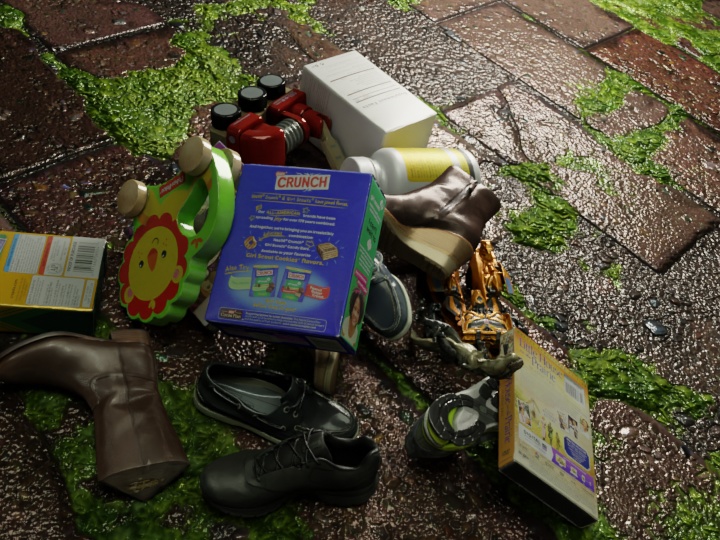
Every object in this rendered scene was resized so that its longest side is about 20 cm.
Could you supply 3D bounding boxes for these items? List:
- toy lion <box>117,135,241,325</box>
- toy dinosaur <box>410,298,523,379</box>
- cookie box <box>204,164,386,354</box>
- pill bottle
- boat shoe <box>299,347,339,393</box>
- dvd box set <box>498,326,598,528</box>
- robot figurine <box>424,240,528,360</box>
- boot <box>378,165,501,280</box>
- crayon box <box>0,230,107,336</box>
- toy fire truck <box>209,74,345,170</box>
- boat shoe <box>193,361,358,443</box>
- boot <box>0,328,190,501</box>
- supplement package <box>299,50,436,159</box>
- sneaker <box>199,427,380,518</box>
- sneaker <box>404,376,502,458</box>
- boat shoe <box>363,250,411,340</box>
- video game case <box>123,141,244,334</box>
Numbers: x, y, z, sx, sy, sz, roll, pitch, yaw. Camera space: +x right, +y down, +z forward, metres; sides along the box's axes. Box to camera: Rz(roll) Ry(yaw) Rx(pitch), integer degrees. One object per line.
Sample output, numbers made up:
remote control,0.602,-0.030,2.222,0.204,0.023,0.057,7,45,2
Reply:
toy lion,-0.226,-0.036,1.012,0.068,0.199,0.194,18,55,-48
toy dinosaur,0.103,0.085,1.010,0.048,0.088,0.199,-52,36,-15
cookie box,-0.073,-0.016,0.984,0.169,0.075,0.202,6,72,17
pill bottle,0.072,-0.127,1.239,0.198,0.112,0.112,-3,46,-27
boat shoe,-0.058,0.077,1.044,0.064,0.072,0.201,3,34,-6
dvd box set,0.221,0.182,0.990,0.146,0.029,0.201,37,38,-23
robot figurine,0.152,0.043,1.139,0.143,0.059,0.201,1,45,-11
boot,0.083,-0.092,1.154,0.199,0.072,0.167,36,56,3
crayon box,-0.419,0.012,1.015,0.198,0.052,0.126,5,44,-12
toy fire truck,-0.108,-0.191,1.278,0.199,0.130,0.176,23,43,23
boat shoe,-0.094,0.148,0.956,0.197,0.066,0.075,19,43,4
boot,-0.293,0.160,0.898,0.185,0.065,0.201,-10,53,-21
supplement package,0.004,-0.242,1.343,0.119,0.122,0.200,-26,57,-35
sneaker,-0.071,0.206,0.887,0.198,0.091,0.076,-4,48,-18
sneaker,0.126,0.176,0.987,0.199,0.081,0.074,-2,63,-45
boat shoe,0.000,0.000,1.059,0.062,0.075,0.201,34,27,-56
video game case,-0.187,-0.047,1.088,0.181,0.036,0.200,-43,63,-5
